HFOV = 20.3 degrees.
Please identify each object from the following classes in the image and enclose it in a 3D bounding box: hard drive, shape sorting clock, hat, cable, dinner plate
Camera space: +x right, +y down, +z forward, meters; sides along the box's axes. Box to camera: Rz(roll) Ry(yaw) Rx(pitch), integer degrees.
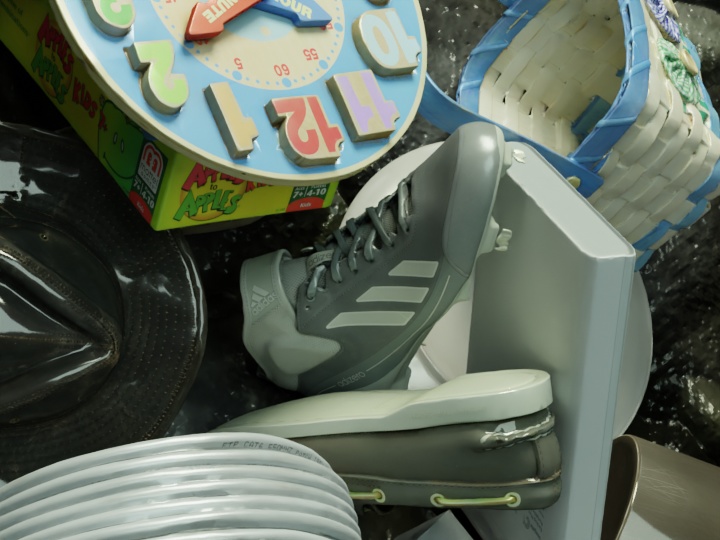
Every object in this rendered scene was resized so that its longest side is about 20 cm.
[{"bbox_3d":[0.085,0.055,0.973,0.027,0.132,0.201,-6,117,-18],"label":"hard drive"},{"bbox_3d":[-0.053,-0.129,0.921,0.199,0.039,0.201,16,60,-29],"label":"shape sorting clock"},{"bbox_3d":[-0.163,0.023,0.929,0.200,0.081,0.202,-1,94,-16],"label":"hat"},{"bbox_3d":[-0.097,0.135,0.884,0.199,0.200,0.069,-18,69,17],"label":"cable"},{"bbox_3d":[0.078,0.019,1.105,0.199,0.024,0.201,8,70,-22],"label":"dinner plate"}]

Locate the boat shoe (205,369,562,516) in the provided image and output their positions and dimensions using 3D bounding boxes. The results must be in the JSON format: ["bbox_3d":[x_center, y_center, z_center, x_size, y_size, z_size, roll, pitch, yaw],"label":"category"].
[{"bbox_3d":[0.007,0.089,0.960,0.072,0.201,0.061,-20,99,-51],"label":"boat shoe"}]

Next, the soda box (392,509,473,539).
[{"bbox_3d":[-0.015,0.204,0.970,0.200,0.068,0.064,-39,90,-31],"label":"soda box"}]

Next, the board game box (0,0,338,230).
[{"bbox_3d":[-0.101,-0.102,0.987,0.101,0.048,0.200,-9,42,-37],"label":"board game box"}]

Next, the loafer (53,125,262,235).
[{"bbox_3d":[-0.122,-0.045,1.011,0.199,0.068,0.076,-18,79,-28],"label":"loafer"}]

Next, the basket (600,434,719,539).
[{"bbox_3d":[0.201,0.177,1.043,0.199,0.136,0.181,27,42,-8],"label":"basket"}]

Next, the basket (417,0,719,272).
[{"bbox_3d":[0.094,-0.104,1.073,0.199,0.139,0.177,21,37,-27],"label":"basket"}]

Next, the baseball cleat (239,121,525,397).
[{"bbox_3d":[0.000,0.000,0.977,0.106,0.200,0.070,15,41,-12],"label":"baseball cleat"}]
